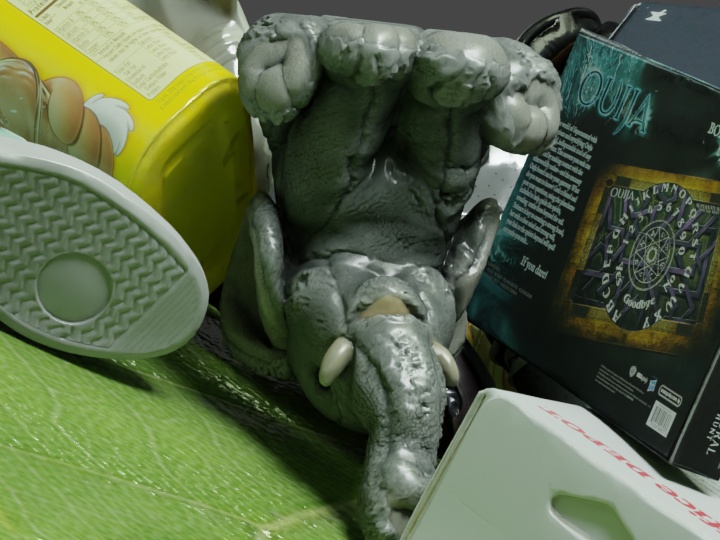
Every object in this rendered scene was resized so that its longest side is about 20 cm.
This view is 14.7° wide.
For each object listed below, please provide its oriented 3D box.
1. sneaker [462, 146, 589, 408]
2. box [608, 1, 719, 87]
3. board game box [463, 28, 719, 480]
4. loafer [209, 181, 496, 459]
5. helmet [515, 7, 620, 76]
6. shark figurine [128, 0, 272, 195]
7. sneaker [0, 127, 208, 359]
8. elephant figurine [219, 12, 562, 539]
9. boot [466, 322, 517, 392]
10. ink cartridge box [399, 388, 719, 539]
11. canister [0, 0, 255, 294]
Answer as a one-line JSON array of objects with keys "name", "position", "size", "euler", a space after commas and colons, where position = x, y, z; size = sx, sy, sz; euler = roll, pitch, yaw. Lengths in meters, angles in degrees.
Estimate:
[{"name": "sneaker", "position": [0.051, 0.007, 1.245], "size": [0.115, 0.201, 0.075], "euler": [8, -28, -15]}, {"name": "box", "position": [0.215, -0.012, 1.361], "size": [0.199, 0.197, 0.124], "euler": [8, 37, 29]}, {"name": "board game box", "position": [0.113, -0.013, 1.105], "size": [0.028, 0.136, 0.200], "euler": [20, 7, -25]}, {"name": "loafer", "position": [-0.022, 0.027, 1.235], "size": [0.063, 0.072, 0.200], "euler": [-17, 43, -37]}, {"name": "helmet", "position": [0.143, -0.036, 1.627], "size": [0.199, 0.192, 0.200], "euler": [6, 33, -4]}, {"name": "shark figurine", "position": [-0.098, -0.120, 1.278], "size": [0.089, 0.129, 0.215], "euler": [-17, 27, -7]}, {"name": "sneaker", "position": [-0.151, -0.038, 1.122], "size": [0.200, 0.074, 0.118], "euler": [25, 17, -9]}, {"name": "elephant figurine", "position": [0.000, 0.000, 1.133], "size": [0.141, 0.201, 0.155], "euler": [9, 6, 26]}, {"name": "boot", "position": [0.058, 0.014, 1.465], "size": [0.155, 0.073, 0.200], "euler": [33, 9, 19]}, {"name": "ink cartridge box", "position": [0.128, 0.122, 1.077], "size": [0.145, 0.088, 0.200], "euler": [34, 9, 32]}, {"name": "canister", "position": [-0.143, -0.077, 1.200], "size": [0.200, 0.087, 0.149], "euler": [35, -28, 22]}]
